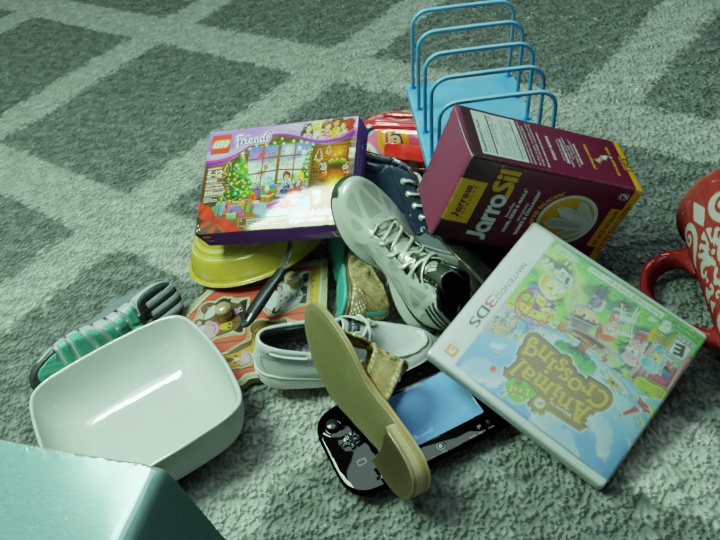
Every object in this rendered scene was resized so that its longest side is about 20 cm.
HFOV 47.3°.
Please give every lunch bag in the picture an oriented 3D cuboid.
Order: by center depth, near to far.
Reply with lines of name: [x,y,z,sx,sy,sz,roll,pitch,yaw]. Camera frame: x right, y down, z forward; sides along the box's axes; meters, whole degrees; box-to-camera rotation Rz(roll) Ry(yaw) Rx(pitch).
lunch bag: [0.102,-0.167,1.087,0.199,0.083,0.176,6,16,18]

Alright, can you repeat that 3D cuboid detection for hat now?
hat: [0.155,-0.011,0.924,0.199,0.081,0.201,15,41,-13]

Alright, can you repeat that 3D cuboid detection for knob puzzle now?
knob puzzle: [-0.137,0.057,0.977,0.218,0.031,0.221,-10,43,9]

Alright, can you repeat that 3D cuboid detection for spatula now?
spatula: [-0.090,-0.017,0.974,0.056,0.021,0.201,-8,51,54]

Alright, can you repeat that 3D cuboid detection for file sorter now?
file sorter: [0.134,-0.203,0.946,0.138,0.123,0.201,-8,47,-1]

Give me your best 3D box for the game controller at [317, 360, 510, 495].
game controller: [0.059,0.145,0.812,0.199,0.042,0.104,-25,40,-12]

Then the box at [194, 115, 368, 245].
box: [-0.093,-0.104,0.970,0.199,0.039,0.138,-3,68,20]

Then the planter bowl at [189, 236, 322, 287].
planter bowl: [-0.145,-0.070,1.067,0.199,0.084,0.201,-15,29,9]

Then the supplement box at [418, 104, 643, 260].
supplement box: [0.175,-0.087,0.866,0.199,0.111,0.086,9,43,-17]

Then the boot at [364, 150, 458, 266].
boot: [0.060,-0.075,0.987,0.199,0.091,0.073,21,24,6]

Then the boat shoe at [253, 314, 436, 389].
boat shoe: [-0.015,0.078,0.876,0.198,0.069,0.072,0,47,0]

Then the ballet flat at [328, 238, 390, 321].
ballet flat: [0.000,0.000,0.992,0.065,0.071,0.201,8,34,-12]

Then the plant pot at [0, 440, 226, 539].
plant pot: [-0.234,0.275,0.640,0.194,0.197,0.201,3,52,20]

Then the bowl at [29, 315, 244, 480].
bowl: [-0.226,0.154,0.861,0.199,0.075,0.200,-30,42,-17]

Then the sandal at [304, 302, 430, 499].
sandal: [0.021,0.114,0.790,0.069,0.078,0.212,-14,57,-30]

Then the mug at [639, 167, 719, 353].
mug: [0.390,0.019,0.826,0.133,0.178,0.201,21,43,-14]

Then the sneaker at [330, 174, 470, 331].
sneaker: [0.055,-0.023,0.867,0.076,0.201,0.115,-41,14,-23]

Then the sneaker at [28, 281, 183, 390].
sneaker: [-0.308,0.084,0.992,0.200,0.075,0.087,-35,20,-27]

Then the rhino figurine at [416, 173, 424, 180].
rhino figurine: [0.072,-0.097,1.071,0.198,0.060,0.087,-5,4,9]

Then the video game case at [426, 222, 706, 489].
video game case: [0.195,0.073,0.785,0.200,0.022,0.182,36,73,18]
